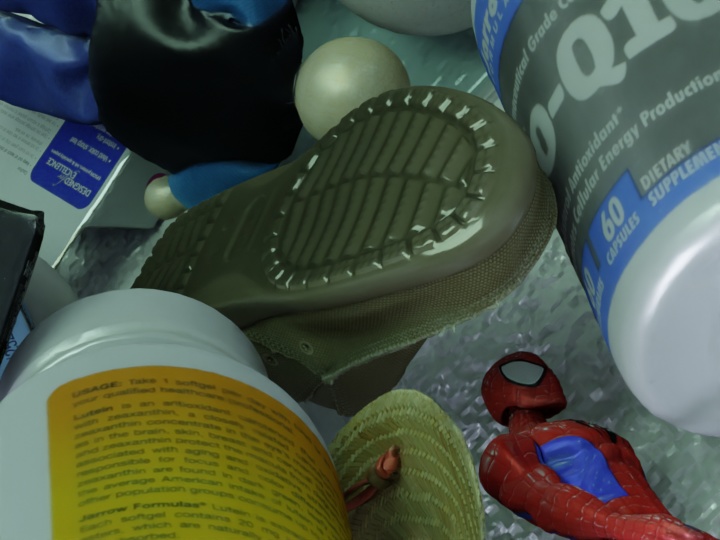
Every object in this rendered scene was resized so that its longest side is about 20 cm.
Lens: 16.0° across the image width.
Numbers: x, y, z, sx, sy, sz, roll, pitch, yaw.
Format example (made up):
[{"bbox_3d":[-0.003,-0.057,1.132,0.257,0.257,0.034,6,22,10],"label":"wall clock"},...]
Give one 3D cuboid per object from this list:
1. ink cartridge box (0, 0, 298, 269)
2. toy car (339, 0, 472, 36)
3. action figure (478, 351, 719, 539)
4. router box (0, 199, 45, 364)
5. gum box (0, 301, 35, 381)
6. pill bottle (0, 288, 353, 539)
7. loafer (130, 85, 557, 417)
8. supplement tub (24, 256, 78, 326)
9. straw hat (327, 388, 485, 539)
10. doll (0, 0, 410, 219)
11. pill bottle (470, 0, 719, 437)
[{"bbox_3d":[-0.085,-0.083,0.979,0.095,0.037,0.200,29,83,45],"label":"ink cartridge box"},{"bbox_3d":[0.006,-0.194,0.887,0.200,0.175,0.150,23,37,18],"label":"toy car"},{"bbox_3d":[0.089,0.086,0.710,0.052,0.065,0.200,-58,45,15],"label":"action figure"},{"bbox_3d":[-0.192,0.054,0.738,0.062,0.150,0.200,166,123,-85],"label":"router box"},{"bbox_3d":[-0.184,0.076,0.792,0.200,0.045,0.170,-25,91,-5],"label":"gum box"},{"bbox_3d":[-0.054,0.089,0.675,0.111,0.111,0.200,-40,27,14],"label":"pill bottle"},{"bbox_3d":[0.000,0.000,0.773,0.200,0.067,0.076,-14,46,57],"label":"loafer"},{"bbox_3d":[-0.203,0.032,0.930,0.200,0.145,0.145,21,80,45],"label":"supplement tub"},{"bbox_3d":[0.030,0.133,0.706,0.201,0.085,0.201,-163,90,-72],"label":"straw hat"},{"bbox_3d":[-0.075,-0.082,0.892,0.200,0.137,0.048,19,36,22],"label":"doll"},{"bbox_3d":[0.098,-0.059,0.754,0.114,0.114,0.200,-36,47,18],"label":"pill bottle"}]
